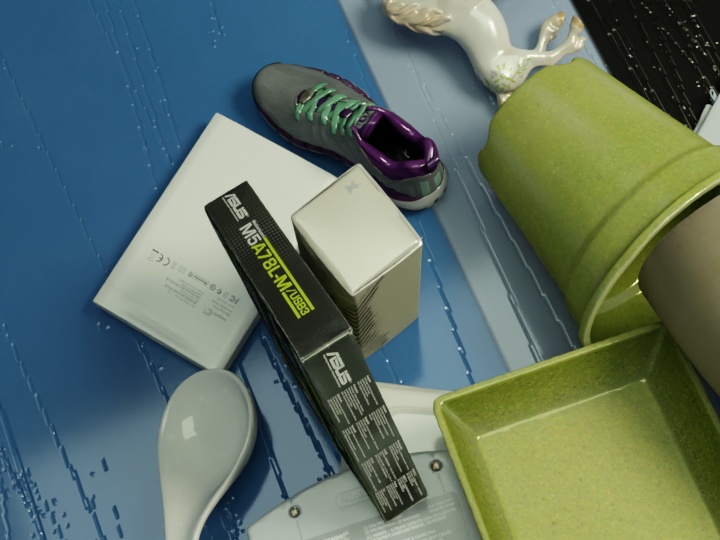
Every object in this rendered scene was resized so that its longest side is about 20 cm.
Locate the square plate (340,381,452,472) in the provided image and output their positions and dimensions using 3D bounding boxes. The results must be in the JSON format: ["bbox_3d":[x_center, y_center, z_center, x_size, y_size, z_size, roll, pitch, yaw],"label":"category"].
[{"bbox_3d":[0.077,0.191,0.989,0.197,0.028,0.201,4,72,5],"label":"square plate"}]

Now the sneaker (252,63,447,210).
[{"bbox_3d":[-0.009,-0.134,1.060,0.199,0.088,0.075,31,76,12],"label":"sneaker"}]

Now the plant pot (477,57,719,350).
[{"bbox_3d":[0.198,-0.066,0.994,0.200,0.201,0.185,-36,63,-9],"label":"plant pot"}]

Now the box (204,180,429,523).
[{"bbox_3d":[-0.033,0.060,0.914,0.047,0.201,0.193,-31,43,-9],"label":"box"}]

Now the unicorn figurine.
[{"bbox_3d":[0.107,-0.225,1.096,0.137,0.074,0.201,-35,79,3],"label":"unicorn figurine"}]

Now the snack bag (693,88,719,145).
[{"bbox_3d":[0.382,-0.101,1.071,0.187,0.021,0.201,29,76,11],"label":"snack bag"}]

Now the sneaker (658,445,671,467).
[{"bbox_3d":[0.232,0.207,0.968,0.087,0.074,0.202,32,65,-22],"label":"sneaker"}]

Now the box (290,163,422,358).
[{"bbox_3d":[0.000,0.000,0.964,0.068,0.200,0.082,-37,74,-9],"label":"box"}]

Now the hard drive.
[{"bbox_3d":[-0.123,-0.024,1.071,0.131,0.027,0.201,28,76,12],"label":"hard drive"}]

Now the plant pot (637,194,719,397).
[{"bbox_3d":[0.320,0.055,0.861,0.185,0.188,0.202,-19,63,-3],"label":"plant pot"}]

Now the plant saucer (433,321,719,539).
[{"bbox_3d":[0.177,0.160,0.910,0.198,0.048,0.201,-18,61,-5],"label":"plant saucer"}]

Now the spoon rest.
[{"bbox_3d":[-0.123,0.177,0.980,0.098,0.060,0.203,-13,71,30],"label":"spoon rest"}]

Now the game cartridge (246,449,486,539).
[{"bbox_3d":[0.019,0.216,0.951,0.198,0.041,0.135,-17,75,-2],"label":"game cartridge"}]
